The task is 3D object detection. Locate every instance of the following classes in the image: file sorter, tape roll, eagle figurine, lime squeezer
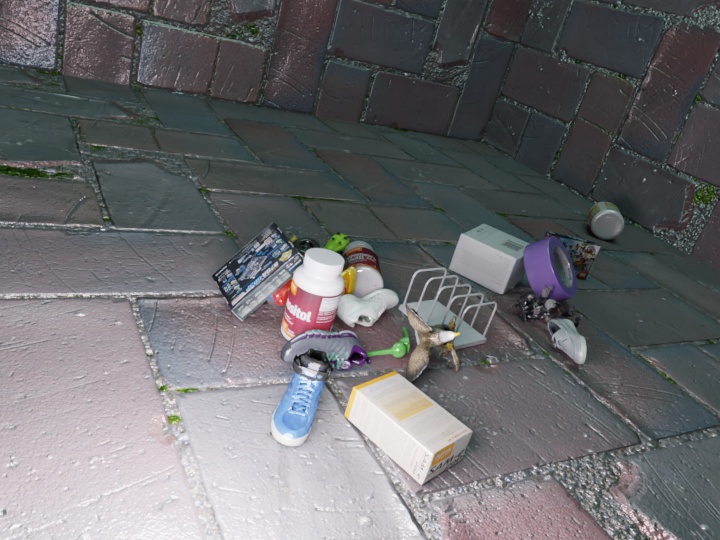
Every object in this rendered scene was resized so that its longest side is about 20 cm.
[{"bbox_3d":[0.226,0.091,1.555,0.138,0.125,0.200,-5,31,-40],"label":"file sorter"},{"bbox_3d":[0.594,0.000,1.892,0.200,0.085,0.201,29,50,-42],"label":"tape roll"},{"bbox_3d":[0.148,0.150,1.330,0.200,0.151,0.152,-4,50,-48],"label":"eagle figurine"},{"bbox_3d":[0.085,0.176,1.406,0.070,0.038,0.200,-6,11,34],"label":"lime squeezer"}]

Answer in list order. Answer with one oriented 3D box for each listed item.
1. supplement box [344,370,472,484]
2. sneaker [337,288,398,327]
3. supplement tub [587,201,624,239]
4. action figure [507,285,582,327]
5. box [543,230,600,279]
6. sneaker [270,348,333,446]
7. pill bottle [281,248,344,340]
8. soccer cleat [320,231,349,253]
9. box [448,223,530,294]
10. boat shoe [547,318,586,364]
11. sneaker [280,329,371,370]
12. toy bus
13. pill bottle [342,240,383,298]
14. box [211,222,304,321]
[{"bbox_3d":[0.086,0.282,1.113,0.126,0.074,0.200,-10,35,-46],"label":"supplement box"},{"bbox_3d":[0.024,0.099,1.493,0.200,0.071,0.080,-9,50,-40],"label":"sneaker"},{"bbox_3d":[1.141,-0.238,2.823,0.144,0.145,0.200,20,24,7],"label":"supplement tub"},{"bbox_3d":[0.536,0.102,1.762,0.199,0.102,0.119,16,35,-5],"label":"action figure"},{"bbox_3d":[0.741,-0.054,2.180,0.199,0.137,0.038,12,22,-10],"label":"box"},{"bbox_3d":[-0.103,0.215,1.089,0.076,0.112,0.200,18,24,4],"label":"sneaker"},{"bbox_3d":[-0.100,0.058,1.320,0.112,0.201,0.113,14,24,-6],"label":"pill bottle"},{"bbox_3d":[-0.106,-0.033,1.686,0.067,0.081,0.200,38,52,24],"label":"soccer cleat"},{"bbox_3d":[0.426,-0.041,1.958,0.200,0.131,0.199,27,26,24],"label":"box"},{"bbox_3d":[0.552,0.190,1.635,0.071,0.070,0.201,5,21,1],"label":"boat shoe"},{"bbox_3d":[-0.067,0.172,1.258,0.199,0.075,0.088,-5,36,-41],"label":"sneaker"},{"bbox_3d":[-0.136,0.033,1.458,0.199,0.136,0.192,26,39,17],"label":"toy bus"},{"bbox_3d":[0.000,0.000,1.622,0.109,0.110,0.200,12,25,-10],"label":"pill bottle"},{"bbox_3d":[-0.234,-0.002,1.391,0.159,0.200,0.046,45,-4,48],"label":"box"}]
